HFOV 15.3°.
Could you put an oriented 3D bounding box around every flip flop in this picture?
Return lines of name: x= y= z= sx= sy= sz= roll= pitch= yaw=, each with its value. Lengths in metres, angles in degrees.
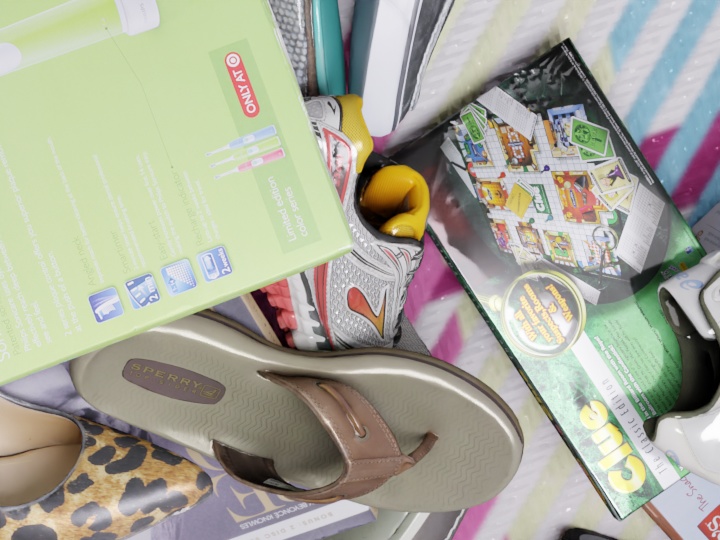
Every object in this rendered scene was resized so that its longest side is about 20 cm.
flip flop: x=-0.027 y=0.066 z=1.136 sx=0.199 sy=0.058 sz=0.081 roll=18 pitch=121 yaw=-17

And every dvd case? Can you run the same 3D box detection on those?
dvd case: x=-0.100 y=0.062 z=1.177 sx=0.148 sy=0.016 sz=0.200 roll=-20 pitch=125 yaw=14

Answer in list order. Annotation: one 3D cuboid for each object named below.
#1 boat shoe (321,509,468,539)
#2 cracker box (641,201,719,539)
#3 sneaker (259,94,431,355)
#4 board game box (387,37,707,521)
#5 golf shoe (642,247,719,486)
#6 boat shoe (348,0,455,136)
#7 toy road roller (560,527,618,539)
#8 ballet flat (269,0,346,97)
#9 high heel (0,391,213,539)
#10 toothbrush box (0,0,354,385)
boat shoe: x=0.001 y=0.149 z=1.266 sx=0.060 sy=0.072 sz=0.201 roll=31 pitch=102 yaw=-31
cracker box: x=0.202 y=0.037 z=1.309 sx=0.200 sy=0.058 sz=0.134 roll=-43 pitch=115 yaw=-4
sneaker: x=0.000 y=0.000 z=1.176 sx=0.082 sy=0.078 sz=0.200 roll=-20 pitch=140 yaw=8
board game box: x=0.107 y=0.004 z=1.239 sx=0.105 sy=0.023 sz=0.200 roll=-33 pitch=95 yaw=-6
golf shoe: x=0.186 y=0.003 z=1.205 sx=0.097 sy=0.078 sz=0.201 roll=17 pitch=76 yaw=-11
boat shoe: x=0.042 y=-0.152 z=1.174 sx=0.068 sy=0.074 sz=0.200 roll=12 pitch=94 yaw=-10
toy road roller: x=0.147 y=0.221 z=1.277 sx=0.200 sy=0.146 sz=0.123 roll=25 pitch=100 yaw=4
ballet flat: x=-0.039 y=-0.145 z=1.154 sx=0.072 sy=0.072 sz=0.201 roll=-9 pitch=119 yaw=-18
high heel: x=-0.166 y=0.054 z=1.117 sx=0.199 sy=0.072 sz=0.143 roll=0 pitch=129 yaw=10
toothbrush box: x=-0.118 y=-0.041 z=1.057 sx=0.199 sy=0.086 sz=0.146 roll=-21 pitch=90 yaw=-2
